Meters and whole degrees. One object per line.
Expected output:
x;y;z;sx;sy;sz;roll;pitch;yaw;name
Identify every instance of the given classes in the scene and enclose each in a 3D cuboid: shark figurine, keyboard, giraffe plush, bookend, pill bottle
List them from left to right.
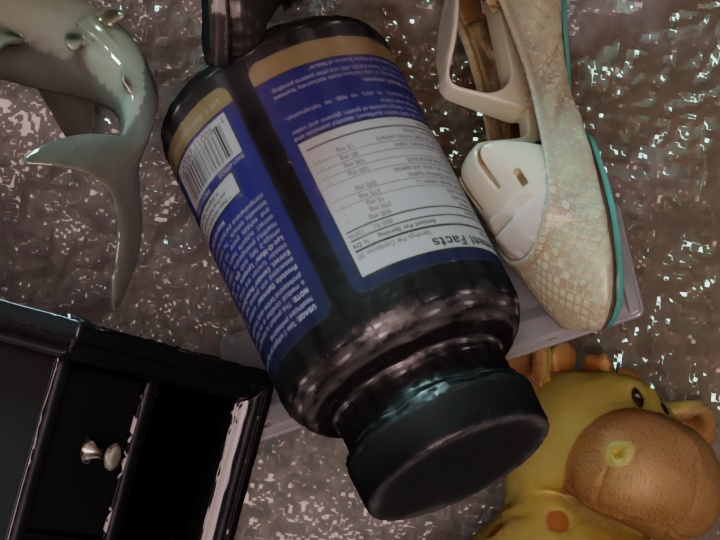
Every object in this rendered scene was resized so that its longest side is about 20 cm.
-0.137;0.117;1.118;0.092;0.200;0.200;14;86;23;bookend
-0.126;-0.074;1.162;0.128;0.214;0.090;-28;134;-25;shark figurine
0.000;0.000;1.135;0.112;0.112;0.201;-27;68;2;pill bottle
0.029;0.025;1.191;0.199;0.011;0.056;-19;57;16;keyboard
0.105;0.121;1.191;0.199;0.172;0.163;20;85;31;giraffe plush

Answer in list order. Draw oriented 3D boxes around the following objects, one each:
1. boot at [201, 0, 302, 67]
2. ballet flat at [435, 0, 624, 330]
0.029;-0.149;1.126;0.173;0.200;0.069;13;138;6;boot
0.066;-0.061;1.159;0.062;0.067;0.201;2;61;-22;ballet flat
